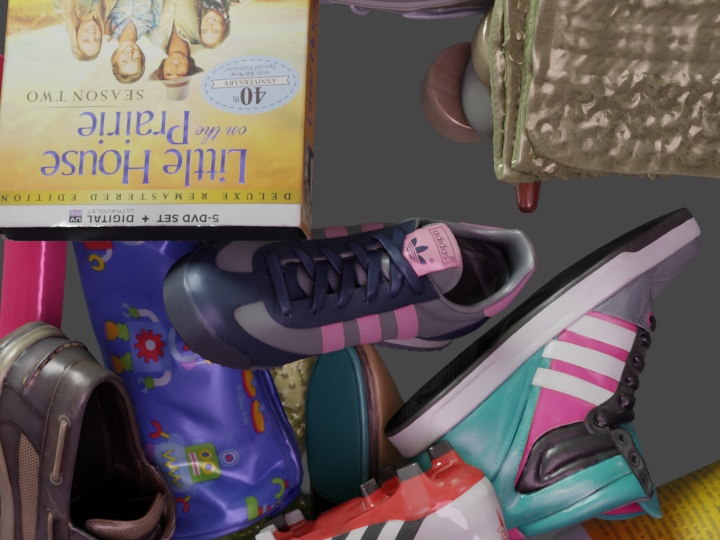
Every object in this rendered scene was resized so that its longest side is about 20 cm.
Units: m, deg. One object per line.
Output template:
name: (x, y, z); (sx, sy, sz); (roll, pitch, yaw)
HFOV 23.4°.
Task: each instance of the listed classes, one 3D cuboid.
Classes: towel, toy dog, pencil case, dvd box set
towel: (0.155, -0.111, 0.781); (0.199, 0.037, 0.149); (-2, 112, -8)
toy dog: (0.131, -0.086, 0.856); (0.199, 0.132, 0.097); (-13, 82, 5)
pencil case: (-0.085, 0.036, 0.866); (0.086, 0.078, 0.201); (-6, 107, 28)
dvd box set: (-0.091, -0.113, 0.800); (0.145, 0.029, 0.201); (1, 77, 8)

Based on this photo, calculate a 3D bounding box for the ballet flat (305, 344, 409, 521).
ballet flat: (0.004, 0.124, 0.918); (0.063, 0.069, 0.201); (-6, 108, -35)

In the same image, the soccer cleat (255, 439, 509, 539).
soccer cleat: (-0.008, 0.153, 0.847); (0.199, 0.069, 0.086); (-30, 86, 34)

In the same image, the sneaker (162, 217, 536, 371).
sneaker: (0.000, 0.000, 0.825); (0.199, 0.082, 0.071); (-5, 70, -45)

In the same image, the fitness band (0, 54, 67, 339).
fitness band: (-0.192, -0.004, 0.814); (0.037, 0.143, 0.201); (7, 94, 31)

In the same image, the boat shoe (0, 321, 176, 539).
boat shoe: (-0.132, 0.120, 0.844); (0.074, 0.073, 0.201); (-42, 135, -34)

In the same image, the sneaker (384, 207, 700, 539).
sneaker: (0.121, 0.066, 0.877); (0.200, 0.084, 0.121); (-38, 93, -17)

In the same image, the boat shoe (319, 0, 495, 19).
boat shoe: (0.047, -0.156, 0.850); (0.201, 0.065, 0.075); (-5, 75, -8)

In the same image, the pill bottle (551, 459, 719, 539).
pill bottle: (0.165, 0.171, 0.916); (0.199, 0.111, 0.112); (-23, 105, -2)
